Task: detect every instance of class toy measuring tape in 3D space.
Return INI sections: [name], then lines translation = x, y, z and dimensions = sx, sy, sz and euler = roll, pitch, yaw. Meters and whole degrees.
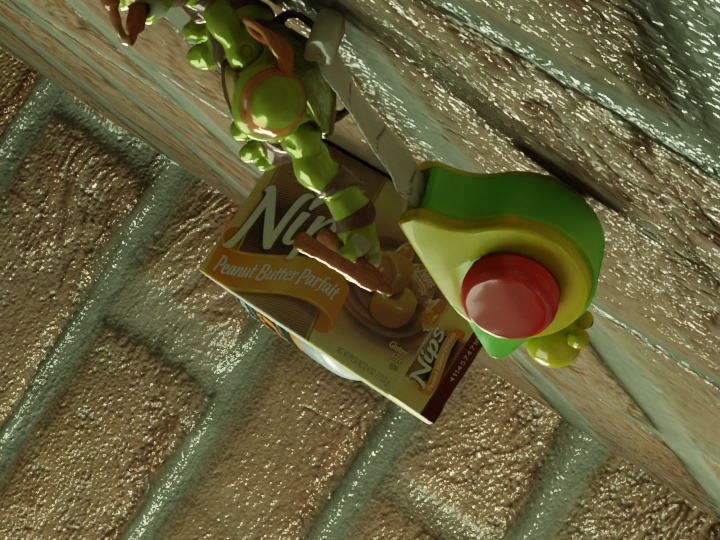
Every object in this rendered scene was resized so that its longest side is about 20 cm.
[toy measuring tape]
translation = 0.051, -0.034, 0.990
dimensions = 0.074, 0.074, 0.200
euler = 30, 158, 55

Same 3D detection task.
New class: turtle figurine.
[turtle figurine]
translation = -0.044, -0.084, 0.999
dimensions = 0.200, 0.064, 0.161
euler = 49, -178, -10

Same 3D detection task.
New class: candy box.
[candy box]
translation = 0.000, 0.000, 1.515
dimensions = 0.200, 0.116, 0.055
euler = 32, 176, 43

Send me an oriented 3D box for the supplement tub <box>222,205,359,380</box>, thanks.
[supplement tub]
translation = -0.033, 0.006, 2.023
dimensions = 0.122, 0.123, 0.200
euler = 35, 177, -35
